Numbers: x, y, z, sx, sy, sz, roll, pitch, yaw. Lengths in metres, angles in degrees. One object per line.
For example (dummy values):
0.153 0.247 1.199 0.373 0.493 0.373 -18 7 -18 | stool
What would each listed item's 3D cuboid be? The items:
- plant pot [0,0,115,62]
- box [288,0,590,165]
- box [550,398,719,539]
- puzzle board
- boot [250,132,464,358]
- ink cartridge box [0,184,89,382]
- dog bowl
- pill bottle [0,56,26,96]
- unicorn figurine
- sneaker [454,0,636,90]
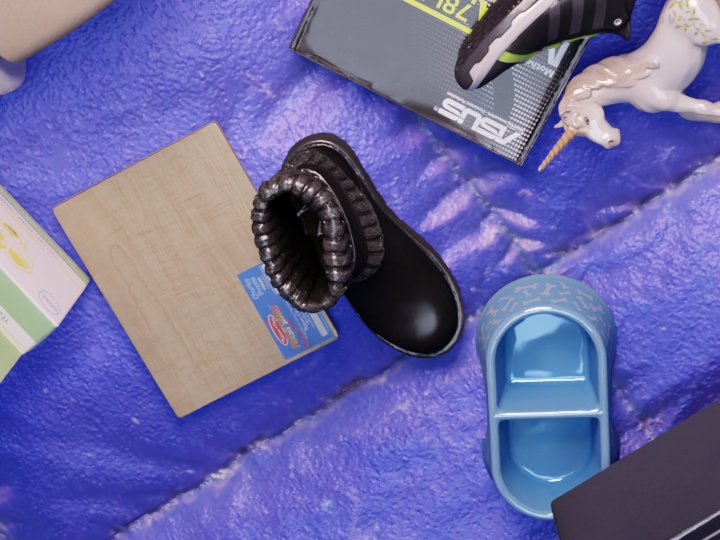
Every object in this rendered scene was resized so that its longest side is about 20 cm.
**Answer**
-0.227 -0.270 1.530 0.200 0.200 0.177 41 118 -9 | plant pot
0.076 -0.207 1.590 0.200 0.048 0.193 27 106 -5 | box
0.287 0.220 1.651 0.200 0.123 0.198 -33 121 14 | box
-0.129 0.001 1.693 0.151 0.017 0.200 -27 105 12 | puzzle board
-0.002 0.001 1.607 0.079 0.158 0.211 -37 102 15 | boot
-0.290 0.003 1.610 0.048 0.200 0.146 -39 101 18 | ink cartridge box
0.147 0.105 1.686 0.111 0.050 0.200 -2 108 6 | dog bowl
-0.362 -0.149 1.613 0.200 0.111 0.111 -23 105 12 | pill bottle
0.232 -0.146 1.578 0.137 0.074 0.200 22 112 -8 | unicorn figurine
0.156 -0.185 1.532 0.200 0.072 0.083 -42 104 14 | sneaker
